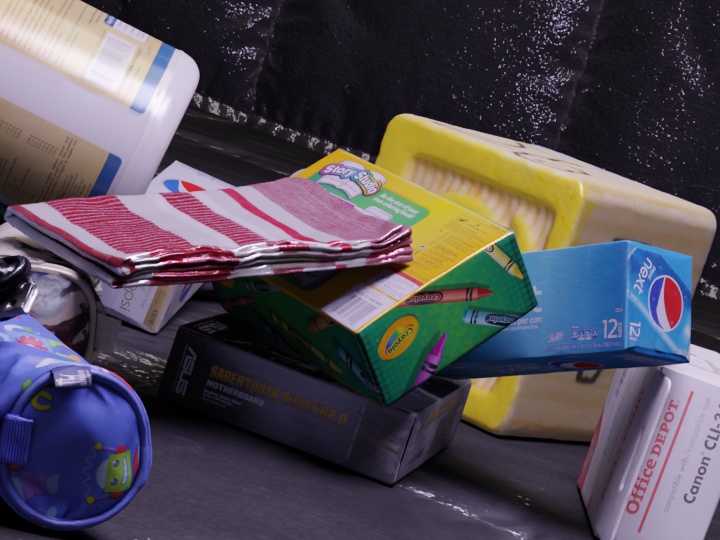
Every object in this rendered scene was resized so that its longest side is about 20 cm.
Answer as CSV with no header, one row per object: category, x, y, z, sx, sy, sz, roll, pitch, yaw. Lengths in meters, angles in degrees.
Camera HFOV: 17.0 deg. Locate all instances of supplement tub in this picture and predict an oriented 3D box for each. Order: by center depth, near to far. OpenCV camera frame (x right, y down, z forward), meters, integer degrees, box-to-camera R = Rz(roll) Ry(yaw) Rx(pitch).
supplement tub,-0.222,-0.117,1.589,0.200,0.145,0.145,27,6,-7

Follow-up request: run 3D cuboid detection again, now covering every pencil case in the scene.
pencil case,-0.173,0.057,1.151,0.087,0.078,0.200,17,6,-33
pencil case,-0.189,0.018,1.421,0.089,0.078,0.200,21,7,-9

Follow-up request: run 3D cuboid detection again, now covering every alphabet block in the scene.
alphabet block,0.120,0.008,1.828,0.195,0.197,0.200,22,8,38

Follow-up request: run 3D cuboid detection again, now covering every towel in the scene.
towel,-0.087,-0.026,1.404,0.200,0.023,0.144,-6,19,-33

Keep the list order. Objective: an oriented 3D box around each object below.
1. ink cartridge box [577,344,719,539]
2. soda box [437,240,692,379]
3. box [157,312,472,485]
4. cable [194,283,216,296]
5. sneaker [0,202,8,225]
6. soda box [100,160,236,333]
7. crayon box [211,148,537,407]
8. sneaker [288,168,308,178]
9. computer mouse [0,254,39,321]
ink cartridge box,0.192,0.112,1.523,0.067,0.117,0.200,19,8,-1
soda box,0.108,0.027,1.492,0.200,0.068,0.064,-7,-13,45
box,-0.024,0.075,1.533,0.158,0.048,0.200,19,7,11
cable,-0.171,-0.024,1.921,0.200,0.051,0.163,16,7,-21
sneaker,-0.312,-0.046,1.662,0.200,0.078,0.140,27,5,-4
soda box,-0.141,-0.020,1.751,0.064,0.068,0.200,24,17,4
crayon box,0.000,0.000,1.476,0.119,0.058,0.200,-33,32,-20
sneaker,-0.037,0.007,1.678,0.115,0.075,0.200,12,-38,39
computer mouse,-0.244,0.041,1.071,0.138,0.053,0.200,-3,12,27
